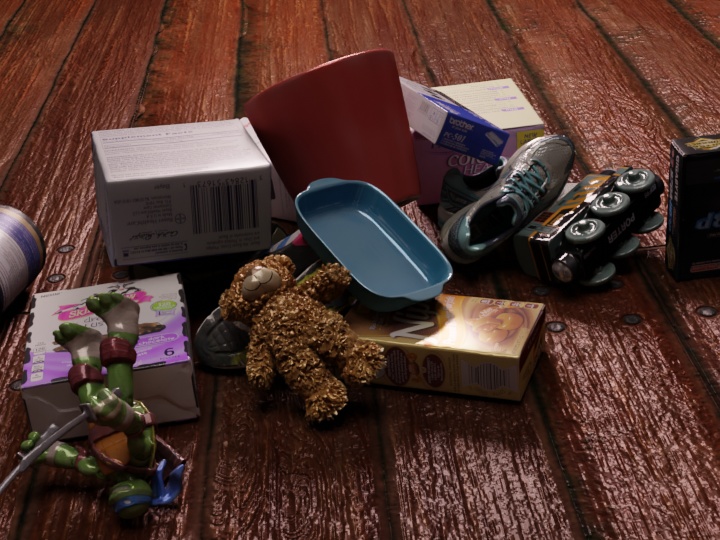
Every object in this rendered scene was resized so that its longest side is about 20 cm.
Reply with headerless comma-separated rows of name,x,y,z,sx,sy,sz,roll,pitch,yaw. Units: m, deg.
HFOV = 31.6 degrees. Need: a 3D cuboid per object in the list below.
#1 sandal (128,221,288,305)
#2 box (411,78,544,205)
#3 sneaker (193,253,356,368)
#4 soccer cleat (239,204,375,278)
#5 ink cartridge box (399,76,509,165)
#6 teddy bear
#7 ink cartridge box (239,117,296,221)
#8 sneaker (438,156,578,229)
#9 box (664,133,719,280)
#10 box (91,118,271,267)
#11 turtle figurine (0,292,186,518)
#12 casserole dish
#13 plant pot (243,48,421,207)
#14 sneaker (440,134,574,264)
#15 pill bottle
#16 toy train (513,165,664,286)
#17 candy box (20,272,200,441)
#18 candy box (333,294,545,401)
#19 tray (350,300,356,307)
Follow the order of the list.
sandal,-0.179,-0.007,1.513,0.200,0.080,0.057,-13,7,-26
box,0.146,-0.180,1.755,0.175,0.097,0.200,-7,26,-4
sneaker,-0.085,0.054,1.381,0.199,0.075,0.085,-25,-10,-8
soccer cleat,-0.054,-0.023,1.463,0.199,0.070,0.086,-25,4,2
ink cartridge box,0.097,-0.192,1.585,0.094,0.044,0.200,15,16,-28
teddy bear,-0.063,0.059,1.269,0.145,0.067,0.201,-32,64,15
ink cartridge box,-0.107,-0.139,1.732,0.199,0.084,0.145,12,31,30
sneaker,0.195,-0.095,1.573,0.199,0.087,0.078,-6,26,-5
box,0.446,-0.079,1.433,0.199,0.160,0.046,-7,30,-4
box,-0.209,-0.094,1.469,0.183,0.106,0.200,-6,23,-14
turtle figurine,-0.256,0.122,1.134,0.199,0.144,0.195,-3,58,-12
casserole dish,0.009,-0.023,1.350,0.121,0.039,0.200,-17,50,-36
plant pot,-0.022,-0.146,1.531,0.199,0.178,0.200,-20,-1,0
sneaker,0.184,-0.080,1.495,0.200,0.078,0.086,-45,7,-4
pill bottle,-0.451,0.011,1.466,0.111,0.112,0.200,1,28,13
toy train,0.269,-0.056,1.485,0.114,0.086,0.200,14,45,44
candy box,-0.260,0.086,1.329,0.167,0.072,0.200,-9,27,-7
candy box,0.082,0.073,1.314,0.199,0.056,0.115,6,27,19
tray,0.000,0.000,1.508,0.107,0.022,0.200,-17,29,-20
